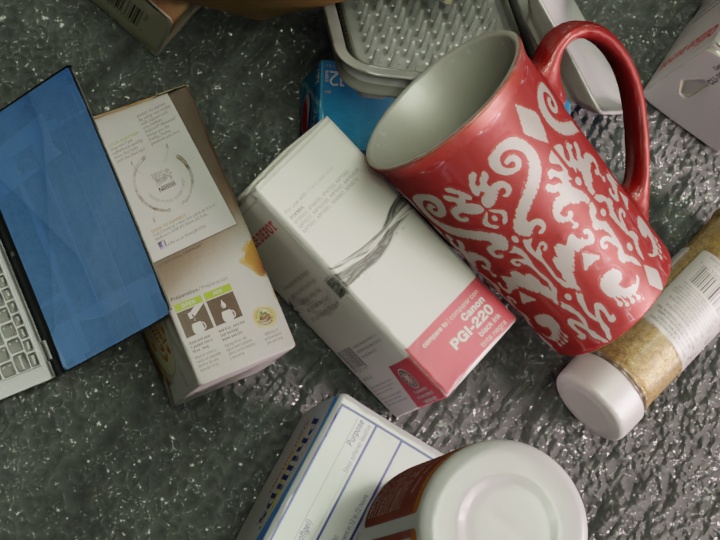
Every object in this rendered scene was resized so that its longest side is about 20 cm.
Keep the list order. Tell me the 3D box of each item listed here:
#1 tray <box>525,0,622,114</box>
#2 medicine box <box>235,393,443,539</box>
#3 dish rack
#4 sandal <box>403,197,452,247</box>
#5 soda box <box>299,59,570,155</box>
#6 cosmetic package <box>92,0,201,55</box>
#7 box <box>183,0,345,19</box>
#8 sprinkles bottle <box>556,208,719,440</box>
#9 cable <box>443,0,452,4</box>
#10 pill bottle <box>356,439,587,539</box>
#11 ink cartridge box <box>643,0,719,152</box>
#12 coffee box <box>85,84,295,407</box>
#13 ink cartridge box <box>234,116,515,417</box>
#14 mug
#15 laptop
[{"bbox_3d":[0.161,-0.161,1.676,0.022,0.200,0.108,-28,88,14],"label":"tray"},{"bbox_3d":[0.014,0.219,1.588,0.199,0.103,0.183,31,72,-7],"label":"medicine box"},{"bbox_3d":[0.047,-0.182,1.667,0.170,0.044,0.201,6,38,-16],"label":"dish rack"},{"bbox_3d":[0.106,-0.035,1.682,0.198,0.075,0.045,17,75,-9],"label":"sandal"},{"bbox_3d":[0.056,-0.109,1.687,0.198,0.064,0.069,5,78,-14],"label":"soda box"},{"bbox_3d":[-0.120,-0.272,1.658,0.103,0.087,0.200,39,71,-4],"label":"cosmetic package"},{"bbox_3d":[-0.039,-0.210,1.531,0.163,0.199,0.022,7,78,-55],"label":"box"},{"bbox_3d":[0.237,0.039,1.706,0.068,0.068,0.200,47,71,-2],"label":"sprinkles bottle"},{"bbox_3d":[0.062,-0.285,1.567,0.096,0.051,0.201,-22,121,16],"label":"cable"},{"bbox_3d":[0.063,0.176,1.451,0.111,0.200,0.113,3,79,-15],"label":"pill bottle"},{"bbox_3d":[0.323,-0.205,1.740,0.084,0.144,0.201,37,72,-5],"label":"ink cartridge box"},{"bbox_3d":[-0.129,-0.016,1.590,0.079,0.114,0.201,-21,86,-19],"label":"coffee box"},{"bbox_3d":[0.000,0.000,1.605,0.200,0.146,0.085,45,73,-4],"label":"ink cartridge box"},{"bbox_3d":[0.132,-0.058,1.535,0.177,0.134,0.200,-34,113,19],"label":"mug"},{"bbox_3d":[-0.263,-0.010,1.548,0.199,0.116,0.189,-22,85,-17],"label":"laptop"}]
